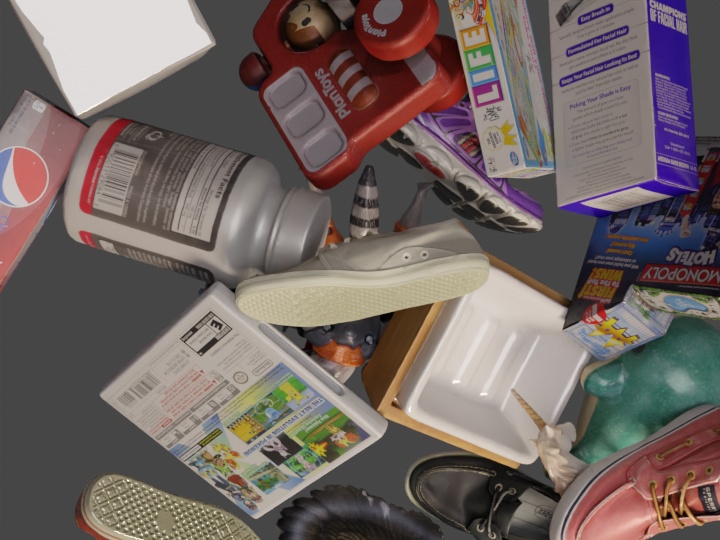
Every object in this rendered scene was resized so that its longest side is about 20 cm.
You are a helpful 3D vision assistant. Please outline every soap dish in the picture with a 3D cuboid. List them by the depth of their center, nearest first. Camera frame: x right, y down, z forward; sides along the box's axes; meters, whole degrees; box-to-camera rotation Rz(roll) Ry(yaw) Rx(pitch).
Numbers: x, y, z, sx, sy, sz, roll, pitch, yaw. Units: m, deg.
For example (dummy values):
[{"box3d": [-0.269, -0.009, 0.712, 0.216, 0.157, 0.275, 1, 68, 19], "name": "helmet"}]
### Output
[{"box3d": [0.103, 0.073, 1.170, 0.200, 0.081, 0.158, 27, 91, -43], "name": "soap dish"}]

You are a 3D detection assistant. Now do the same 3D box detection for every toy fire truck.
[{"box3d": [-0.017, -0.182, 1.123, 0.168, 0.112, 0.200, -36, 59, 6], "name": "toy fire truck"}]

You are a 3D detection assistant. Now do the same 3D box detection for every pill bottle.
[{"box3d": [-0.130, -0.049, 1.108, 0.199, 0.111, 0.111, 17, 93, 9], "name": "pill bottle"}]

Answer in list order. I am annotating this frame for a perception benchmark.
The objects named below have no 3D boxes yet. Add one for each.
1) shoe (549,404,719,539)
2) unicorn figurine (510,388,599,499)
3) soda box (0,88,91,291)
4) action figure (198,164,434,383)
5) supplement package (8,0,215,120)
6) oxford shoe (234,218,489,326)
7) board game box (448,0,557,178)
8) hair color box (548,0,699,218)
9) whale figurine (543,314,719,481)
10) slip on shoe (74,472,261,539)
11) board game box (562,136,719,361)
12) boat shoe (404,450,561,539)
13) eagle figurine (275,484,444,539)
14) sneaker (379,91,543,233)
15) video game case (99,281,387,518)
[{"box3d": [0.251, 0.178, 1.094, 0.200, 0.091, 0.072, -30, 108, -18], "name": "shoe"}, {"box3d": [0.201, 0.200, 1.161, 0.137, 0.074, 0.201, -3, 97, -32], "name": "unicorn figurine"}, {"box3d": [-0.300, -0.049, 1.131, 0.070, 0.063, 0.200, 32, 90, -11], "name": "soda box"}, {"box3d": [-0.033, 0.007, 1.166, 0.199, 0.105, 0.194, 9, 85, -11], "name": "action figure"}, {"box3d": [-0.198, -0.197, 1.065, 0.120, 0.200, 0.121, -29, 99, -6], "name": "supplement package"}, {"box3d": [0.000, 0.000, 1.057, 0.199, 0.075, 0.058, -10, 65, -7], "name": "oxford shoe"}, {"box3d": [0.119, -0.178, 1.142, 0.034, 0.134, 0.201, -13, 88, 22], "name": "board game box"}, {"box3d": [0.222, -0.155, 1.155, 0.065, 0.109, 0.201, 8, 75, -39], "name": "hair color box"}, {"box3d": [0.256, 0.131, 1.218, 0.159, 0.104, 0.200, 33, 99, -40], "name": "whale figurine"}, {"box3d": [-0.161, 0.237, 1.190, 0.200, 0.061, 0.074, 30, 58, -23], "name": "slip on shoe"}, {"box3d": [0.264, -0.015, 1.142, 0.062, 0.200, 0.200, 35, 77, -30], "name": "board game box"}, {"box3d": [0.138, 0.220, 1.232, 0.199, 0.066, 0.075, 25, 91, -11], "name": "boat shoe"}, {"box3d": [0.027, 0.284, 1.200, 0.152, 0.200, 0.151, -63, 144, -32], "name": "eagle figurine"}, {"box3d": [0.092, -0.108, 1.190, 0.200, 0.081, 0.083, 42, 75, -14], "name": "sneaker"}, {"box3d": [-0.102, 0.115, 1.135, 0.182, 0.200, 0.022, 41, 44, -11], "name": "video game case"}]
